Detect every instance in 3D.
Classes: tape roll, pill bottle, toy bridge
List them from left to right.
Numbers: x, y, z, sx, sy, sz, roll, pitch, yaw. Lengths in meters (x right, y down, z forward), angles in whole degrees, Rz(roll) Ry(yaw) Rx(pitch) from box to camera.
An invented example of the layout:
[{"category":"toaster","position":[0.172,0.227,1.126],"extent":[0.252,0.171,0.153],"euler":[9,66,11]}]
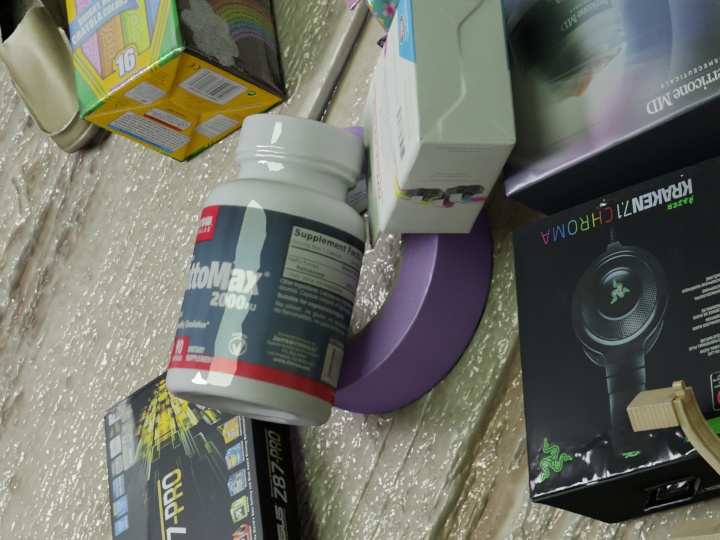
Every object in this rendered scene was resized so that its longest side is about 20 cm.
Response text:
[{"category":"pill bottle","position":[-0.060,-0.001,1.652],"extent":[0.119,0.119,0.202],"euler":[2,76,43]},{"category":"tape roll","position":[0.000,0.000,1.724],"extent":[0.199,0.065,0.202],"euler":[-17,65,39]},{"category":"toy bridge","position":[0.219,0.157,1.407],"extent":[0.067,0.027,0.202],"euler":[-10,107,33]}]

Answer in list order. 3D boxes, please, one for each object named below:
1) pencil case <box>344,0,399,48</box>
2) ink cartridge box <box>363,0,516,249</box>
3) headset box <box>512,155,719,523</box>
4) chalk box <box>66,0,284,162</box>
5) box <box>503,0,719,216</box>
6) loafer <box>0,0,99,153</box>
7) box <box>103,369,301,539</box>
[{"category":"pencil case","position":[0.080,-0.248,1.725],"extent":[0.200,0.087,0.088],"euler":[-41,51,24]},{"category":"ink cartridge box","position":[0.050,-0.099,1.588],"extent":[0.200,0.067,0.116],"euler":[114,155,-68]},{"category":"headset box","position":[0.194,0.055,1.503],"extent":[0.173,0.092,0.202],"euler":[-19,64,38]},{"category":"chalk box","position":[-0.155,-0.214,1.905],"extent":[0.123,0.124,0.202],"euler":[-29,56,32]},{"category":"box","position":[0.193,-0.155,1.560],"extent":[0.199,0.123,0.200],"euler":[-25,60,35]},{"category":"loafer","position":[-0.278,-0.184,2.047],"extent":[0.076,0.067,0.201],"euler":[-45,50,22]},{"category":"box","position":[-0.120,0.162,1.778],"extent":[0.161,0.049,0.201],"euler":[-34,48,33]}]
